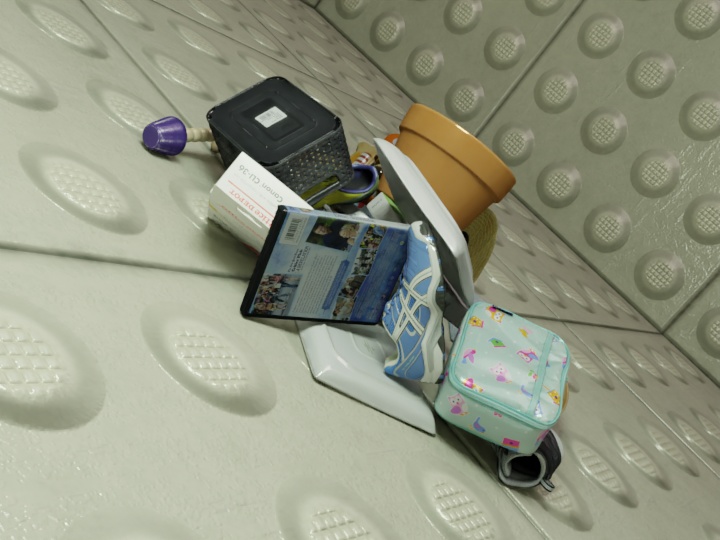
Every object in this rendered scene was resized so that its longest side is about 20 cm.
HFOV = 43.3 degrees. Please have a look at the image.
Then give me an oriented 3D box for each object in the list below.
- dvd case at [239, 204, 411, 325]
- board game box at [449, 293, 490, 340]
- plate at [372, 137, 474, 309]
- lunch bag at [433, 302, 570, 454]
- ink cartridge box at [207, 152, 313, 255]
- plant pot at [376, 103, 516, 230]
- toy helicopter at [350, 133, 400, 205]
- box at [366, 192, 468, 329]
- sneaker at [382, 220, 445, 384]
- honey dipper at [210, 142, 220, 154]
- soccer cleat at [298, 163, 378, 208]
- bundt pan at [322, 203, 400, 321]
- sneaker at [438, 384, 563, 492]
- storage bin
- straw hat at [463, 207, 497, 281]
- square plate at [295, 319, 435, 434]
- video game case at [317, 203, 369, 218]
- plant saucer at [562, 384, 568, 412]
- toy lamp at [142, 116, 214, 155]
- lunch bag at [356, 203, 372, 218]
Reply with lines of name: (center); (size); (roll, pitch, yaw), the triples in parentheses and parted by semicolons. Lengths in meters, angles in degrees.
dvd case: (-0.035, -0.001, 1.086); (0.198, 0.144, 0.018); (6, 28, -36)
board game box: (0.241, 0.122, 1.588); (0.198, 0.043, 0.200); (37, 17, -9)
plate: (0.092, -0.063, 1.192); (0.200, 0.032, 0.200); (57, -3, 25)
lunch bag: (0.190, 0.133, 1.173); (0.159, 0.078, 0.200); (23, 37, 5)
ink cartridge box: (-0.127, -0.076, 1.142); (0.116, 0.068, 0.200); (38, -11, -5)
plant pot: (0.118, -0.137, 1.389); (0.199, 0.141, 0.200); (37, 1, -1)
toy helicopter: (-0.012, -0.158, 1.475); (0.198, 0.079, 0.133); (8, 54, -5)
box: (0.093, -0.010, 1.314); (0.144, 0.036, 0.201); (37, 20, -48)
sneaker: (0.064, 0.041, 1.100); (0.076, 0.202, 0.076); (0, 10, 4)
honey dipper: (-0.178, -0.147, 1.413); (0.038, 0.038, 0.200); (15, 28, -53)
soccer cleat: (-0.067, -0.121, 1.326); (0.198, 0.084, 0.065); (-13, 78, -18)
bundt pan: (0.000, 0.000, 1.298); (0.202, 0.076, 0.202); (42, 4, -4)
sneaker: (0.183, 0.210, 1.192); (0.199, 0.076, 0.114); (38, 19, 1)
storage bin: (-0.116, -0.181, 1.299); (0.200, 0.135, 0.094); (43, -23, 42)
straw hat: (0.135, -0.038, 1.530); (0.085, 0.202, 0.200); (34, 12, 33)
square plate: (0.003, 0.106, 1.164); (0.197, 0.029, 0.201); (29, 20, -29)
video game case: (-0.005, -0.065, 1.464); (0.200, 0.023, 0.182); (42, -9, 9)
plant saucer: (0.244, 0.155, 1.444); (0.199, 0.035, 0.201); (23, 42, -23)
toy lamp: (-0.243, -0.200, 1.349); (0.058, 0.058, 0.199); (44, 26, 18)
lunch bag: (0.044, -0.080, 1.588); (0.160, 0.076, 0.200); (43, 4, 20)
